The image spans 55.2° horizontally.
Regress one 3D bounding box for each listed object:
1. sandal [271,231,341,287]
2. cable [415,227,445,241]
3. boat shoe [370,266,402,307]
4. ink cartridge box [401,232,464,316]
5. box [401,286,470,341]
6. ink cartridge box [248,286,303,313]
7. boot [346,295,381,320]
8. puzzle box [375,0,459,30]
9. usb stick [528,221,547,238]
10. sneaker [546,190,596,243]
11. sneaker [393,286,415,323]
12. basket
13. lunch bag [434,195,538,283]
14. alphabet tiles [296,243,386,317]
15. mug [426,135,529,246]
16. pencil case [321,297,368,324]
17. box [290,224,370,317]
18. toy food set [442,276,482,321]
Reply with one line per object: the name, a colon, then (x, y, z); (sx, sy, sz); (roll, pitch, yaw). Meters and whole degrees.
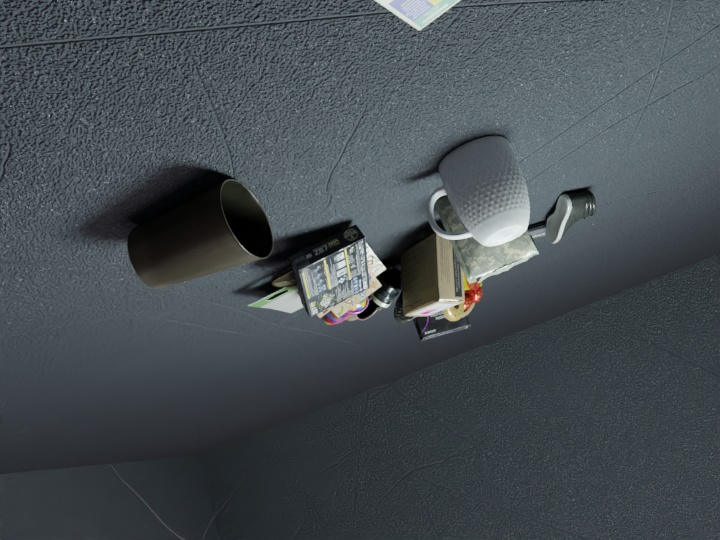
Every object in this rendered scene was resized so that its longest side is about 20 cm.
sandal: (-0.111, -0.029, 1.512); (0.200, 0.055, 0.082); (-37, 152, 7)
cable: (0.232, -0.107, 1.664); (0.199, 0.051, 0.097); (-9, 171, 11)
boat shoe: (0.075, 0.025, 1.749); (0.066, 0.074, 0.199); (-57, 177, 23)
ink cartridge box: (0.171, 0.014, 1.665); (0.075, 0.166, 0.200); (3, 166, -21)
box: (0.201, 0.080, 1.888); (0.142, 0.201, 0.036); (-15, 163, -13)
ink cartridge box: (-0.169, 0.051, 1.685); (0.145, 0.048, 0.200); (-26, 160, 21)
boot: (0.011, 0.095, 1.861); (0.200, 0.070, 0.146); (-46, -173, 24)
puzzle box: (0.106, -0.364, 0.785); (0.200, 0.026, 0.133); (-29, 160, 30)
usb stick: (0.476, -0.105, 1.890); (0.199, 0.033, 0.056); (-15, 160, -8)
sneaker: (0.551, -0.137, 1.790); (0.099, 0.071, 0.200); (-12, 152, -8)
sneaker: (0.140, 0.055, 1.807); (0.070, 0.201, 0.090); (23, 161, 0)
basket: (-0.275, -0.053, 1.154); (0.199, 0.137, 0.180); (-19, 168, 13)
lunch bag: (0.273, -0.085, 1.482); (0.163, 0.201, 0.118); (-24, 161, 13)
alphabet tiles: (-0.043, 0.024, 1.611); (0.200, 0.006, 0.167); (-37, 128, 5)
mug: (0.223, -0.134, 1.326); (0.199, 0.176, 0.148); (-22, 161, 11)
pencil case: (-0.046, 0.087, 1.791); (0.088, 0.089, 0.200); (-11, 174, -22)
box: (-0.061, 0.006, 1.508); (0.161, 0.049, 0.200); (-28, 149, -13)
toy food set: (0.262, 0.027, 1.826); (0.048, 0.199, 0.199); (-3, -174, 44)
